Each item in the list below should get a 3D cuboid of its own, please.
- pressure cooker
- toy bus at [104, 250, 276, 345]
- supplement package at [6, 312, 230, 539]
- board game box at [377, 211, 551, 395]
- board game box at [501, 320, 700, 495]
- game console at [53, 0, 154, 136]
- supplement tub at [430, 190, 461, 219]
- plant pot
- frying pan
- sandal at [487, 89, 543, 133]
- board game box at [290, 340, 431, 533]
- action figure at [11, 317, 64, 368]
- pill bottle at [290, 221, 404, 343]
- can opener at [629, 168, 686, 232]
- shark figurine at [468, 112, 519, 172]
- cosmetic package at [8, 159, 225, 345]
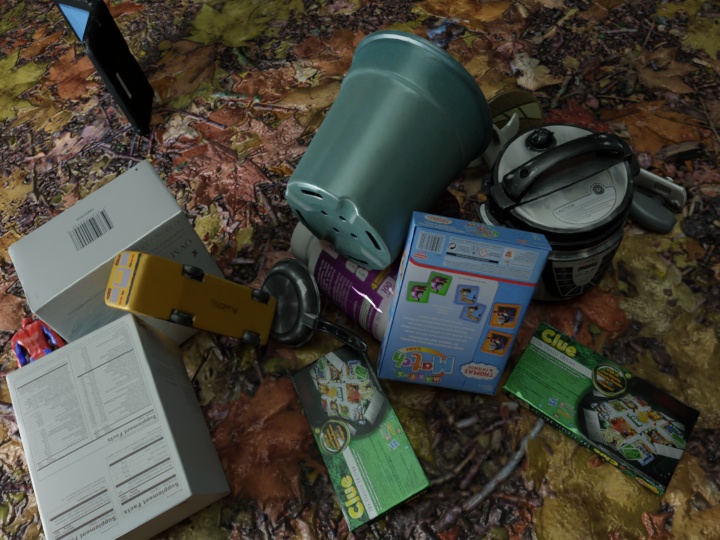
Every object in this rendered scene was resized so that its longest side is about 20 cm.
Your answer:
[{"bbox_3d":[0.237,-0.078,0.710,0.174,0.202,0.179,20,63,20],"label":"pressure cooker"},{"bbox_3d":[-0.194,0.038,0.689,0.076,0.198,0.067,3,76,39],"label":"toy bus"},{"bbox_3d":[-0.263,0.189,0.643,0.147,0.152,0.204,-25,72,-6],"label":"supplement package"},{"bbox_3d":[0.108,0.044,0.642,0.146,0.206,0.037,9,30,-5],"label":"board game box"},{"bbox_3d":[0.275,0.153,0.668,0.197,0.024,0.106,32,71,25],"label":"board game box"},{"bbox_3d":[-0.458,-0.358,1.007,0.112,0.202,0.181,-9,57,5],"label":"game console"},{"bbox_3d":[0.068,-0.089,0.804,0.106,0.108,0.201,-35,60,-12],"label":"supplement tub"},{"bbox_3d":[0.022,-0.125,0.664,0.196,0.202,0.199,27,71,24],"label":"plant pot"},{"bbox_3d":[-0.077,0.070,0.745,0.191,0.030,0.116,51,122,27],"label":"frying pan"},{"bbox_3d":[0.186,-0.218,0.889,0.195,0.082,0.054,-26,21,3],"label":"sandal"},{"bbox_3d":[-0.005,0.189,0.687,0.102,0.024,0.203,-24,57,-6],"label":"board game box"},{"bbox_3d":[-0.439,0.131,0.797,0.065,0.052,0.200,-33,54,-17],"label":"action figure"},{"bbox_3d":[0.000,0.000,0.758,0.198,0.113,0.112,36,70,27],"label":"pill bottle"},{"bbox_3d":[0.359,-0.132,0.808,0.066,0.053,0.199,-42,61,-15],"label":"can opener"},{"bbox_3d":[0.154,-0.198,0.814,0.210,0.090,0.131,28,93,0],"label":"shark figurine"},{"bbox_3d":[-0.296,0.010,0.752,0.197,0.202,0.123,-36,57,-13],"label":"cosmetic package"}]
